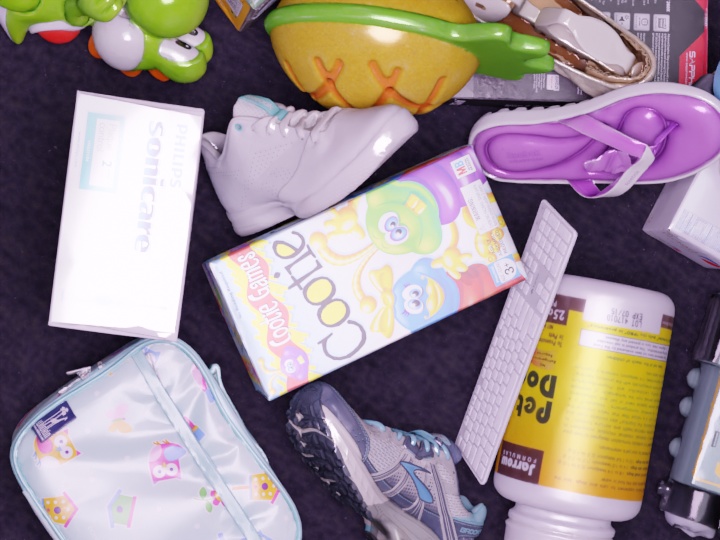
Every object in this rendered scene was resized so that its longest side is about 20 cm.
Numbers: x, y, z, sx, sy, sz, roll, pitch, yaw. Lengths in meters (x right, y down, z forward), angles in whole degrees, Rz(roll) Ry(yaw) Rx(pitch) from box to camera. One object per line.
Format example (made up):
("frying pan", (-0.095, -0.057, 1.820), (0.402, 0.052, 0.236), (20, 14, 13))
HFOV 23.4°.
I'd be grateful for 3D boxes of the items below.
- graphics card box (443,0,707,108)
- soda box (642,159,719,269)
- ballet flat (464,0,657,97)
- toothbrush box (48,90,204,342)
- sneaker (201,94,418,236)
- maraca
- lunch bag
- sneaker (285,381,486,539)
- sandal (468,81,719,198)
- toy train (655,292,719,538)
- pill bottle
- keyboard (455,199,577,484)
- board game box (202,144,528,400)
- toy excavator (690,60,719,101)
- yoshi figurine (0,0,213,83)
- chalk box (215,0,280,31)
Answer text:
("graphics card box", (0.153, -0.182, 1.274), (0.197, 0.051, 0.127), (0, 91, -9))
("soda box", (0.287, -0.103, 1.285), (0.063, 0.068, 0.202), (29, 87, -7))
("ballet flat", (0.123, -0.185, 1.214), (0.198, 0.062, 0.068), (28, 87, -6))
("toothbrush box", (-0.154, -0.033, 1.158), (0.084, 0.200, 0.148), (7, 90, -8))
("sneaker", (-0.047, -0.086, 1.176), (0.075, 0.199, 0.089), (-42, 105, -39))
("maraca", (0.032, -0.154, 1.180), (0.197, 0.137, 0.108), (7, 87, 12))
("lunch bag", (-0.142, 0.148, 1.223), (0.160, 0.077, 0.201), (-34, 95, -6))
("sneaker", (0.021, 0.138, 1.234), (0.086, 0.077, 0.201), (-46, 125, -16))
("sandal", (0.165, -0.080, 1.224), (0.083, 0.201, 0.050), (57, 44, -33))
("toy train", (0.291, 0.110, 1.286), (0.113, 0.085, 0.202), (16, 90, 4))
("pill bottle", (0.157, 0.108, 1.248), (0.108, 0.109, 0.203), (10, 89, -8))
("keyboard", (0.109, 0.052, 1.233), (0.011, 0.056, 0.202), (11, 112, -18))
("board game box", (0.000, 0.000, 1.227), (0.198, 0.105, 0.104), (-25, 93, -8))
("toy excavator", (0.324, -0.081, 1.154), (0.100, 0.200, 0.195), (-38, 96, -5))
("yoshi figurine", (-0.185, -0.204, 1.201), (0.198, 0.112, 0.113), (24, 81, -10))
("chalk box", (-0.041, -0.282, 1.210), (0.200, 0.125, 0.124), (-41, 96, -7))
